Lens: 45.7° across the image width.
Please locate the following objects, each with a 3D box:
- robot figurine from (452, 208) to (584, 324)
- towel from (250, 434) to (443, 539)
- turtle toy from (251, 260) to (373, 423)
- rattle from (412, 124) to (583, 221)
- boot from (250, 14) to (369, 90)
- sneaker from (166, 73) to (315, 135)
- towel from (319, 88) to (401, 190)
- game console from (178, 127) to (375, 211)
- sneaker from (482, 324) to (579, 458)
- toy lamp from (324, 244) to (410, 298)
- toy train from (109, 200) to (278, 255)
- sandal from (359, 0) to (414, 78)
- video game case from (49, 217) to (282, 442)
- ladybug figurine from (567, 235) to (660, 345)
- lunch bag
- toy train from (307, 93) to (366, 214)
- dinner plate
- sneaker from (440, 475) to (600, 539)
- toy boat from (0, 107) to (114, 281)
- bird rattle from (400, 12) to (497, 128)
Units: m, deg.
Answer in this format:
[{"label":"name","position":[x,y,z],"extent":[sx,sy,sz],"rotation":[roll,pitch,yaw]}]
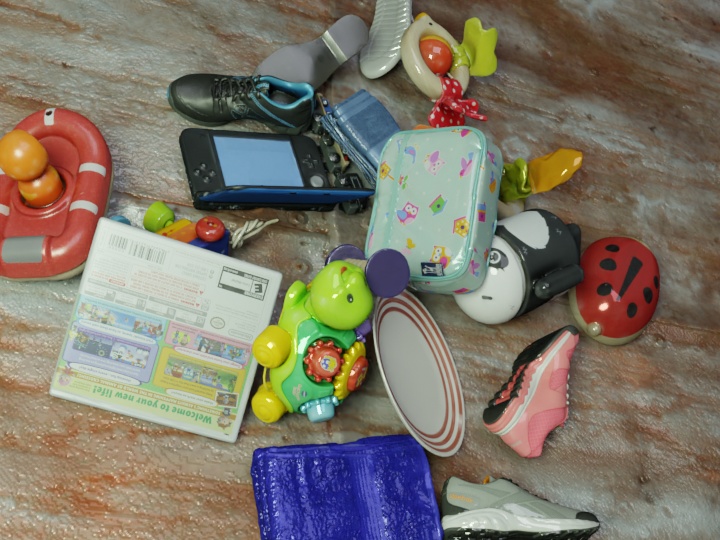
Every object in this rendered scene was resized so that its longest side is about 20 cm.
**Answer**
[{"label":"robot figurine","position":[0.204,-0.010,1.116],"extent":[0.197,0.150,0.127],"rotation":[-21,79,-33]},{"label":"towel","position":[-0.010,0.245,0.892],"extent":[0.196,0.050,0.150],"rotation":[0,57,-25]},{"label":"turtle toy","position":[-0.040,0.075,0.904],"extent":[0.099,0.204,0.146],"rotation":[20,38,19]},{"label":"rattle","position":[0.186,-0.161,1.180],"extent":[0.200,0.142,0.132],"rotation":[42,52,-19]},{"label":"boot","position":[-0.078,-0.292,1.229],"extent":[0.198,0.075,0.075],"rotation":[-35,99,-20]},{"label":"sneaker","position":[-0.154,-0.233,1.124],"extent":[0.195,0.082,0.075],"rotation":[3,72,-16]},{"label":"towel","position":[0.038,-0.152,1.171],"extent":[0.201,0.048,0.111],"rotation":[49,40,1]},{"label":"game console","position":[-0.105,-0.133,1.056],"extent":[0.196,0.119,0.174],"rotation":[-1,58,-31]},{"label":"sneaker","position":[0.227,0.152,1.066],"extent":[0.087,0.074,0.200],"rotation":[48,54,-5]},{"label":"toy lamp","position":[0.000,0.000,0.981],"extent":[0.057,0.200,0.060],"rotation":[-1,95,-16]},{"label":"toy train","position":[-0.202,-0.042,0.992],"extent":[0.115,0.086,0.199],"rotation":[32,43,22]},{"label":"sandal","position":[0.053,-0.370,1.342],"extent":[0.050,0.081,0.206],"rotation":[50,44,-44]},{"label":"video game case","position":[-0.198,0.063,0.884],"extent":[0.196,0.022,0.186],"rotation":[17,88,-13]},{"label":"ladybug figurine","position":[0.365,0.020,1.206],"extent":[0.135,0.072,0.201],"rotation":[35,50,1]},{"label":"lunch bag","position":[0.085,-0.071,1.049],"extent":[0.077,0.157,0.205],"rotation":[28,70,-56]},{"label":"toy train","position":[-0.034,-0.164,1.173],"extent":[0.045,0.034,0.203],"rotation":[-5,60,-31]},{"label":"dinner plate","position":[0.063,0.115,0.980],"extent":[0.200,0.024,0.203],"rotation":[45,33,-40]},{"label":"sneaker","position":[0.179,0.268,0.950],"extent":[0.196,0.074,0.081],"rotation":[11,48,-17]},{"label":"toy boat","position":[-0.341,-0.096,0.905],"extent":[0.127,0.132,0.204],"rotation":[-3,55,2]},{"label":"bird rattle","position":[0.120,-0.297,1.291],"extent":[0.162,0.112,0.203],"rotation":[36,59,-18]}]
